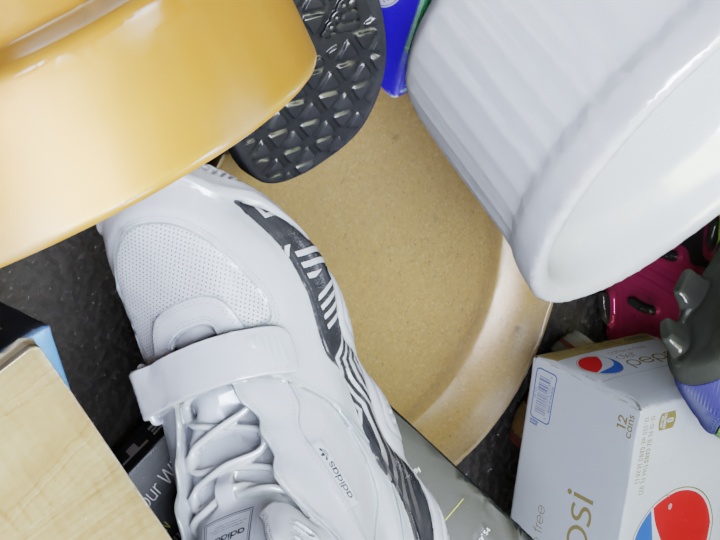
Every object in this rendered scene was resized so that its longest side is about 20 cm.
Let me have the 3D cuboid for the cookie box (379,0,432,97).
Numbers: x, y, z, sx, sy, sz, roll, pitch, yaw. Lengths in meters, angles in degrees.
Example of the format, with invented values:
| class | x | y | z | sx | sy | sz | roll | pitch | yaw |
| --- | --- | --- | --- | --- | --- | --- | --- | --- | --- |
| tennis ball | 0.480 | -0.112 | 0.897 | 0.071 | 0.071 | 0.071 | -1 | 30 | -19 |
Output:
| class | x | y | z | sx | sy | sz | roll | pitch | yaw |
| --- | --- | --- | --- | --- | --- | --- | --- | --- | --- |
| cookie box | 0.080 | -0.179 | 1.109 | 0.200 | 0.075 | 0.171 | -32 | 158 | -28 |

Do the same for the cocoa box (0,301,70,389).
| class | x | y | z | sx | sy | sz | roll | pitch | yaw |
| --- | --- | --- | --- | --- | --- | --- | --- | --- | --- |
| cocoa box | -0.196 | 0.101 | 0.981 | 0.200 | 0.131 | 0.134 | -32 | 122 | -28 |

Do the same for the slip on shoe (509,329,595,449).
| class | x | y | z | sx | sy | sz | roll | pitch | yaw |
| --- | --- | --- | --- | --- | --- | --- | --- | --- | --- |
| slip on shoe | 0.132 | 0.106 | 1.303 | 0.061 | 0.074 | 0.200 | -46 | 126 | -4 |

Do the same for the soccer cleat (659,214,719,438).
| class | x | y | z | sx | sy | sz | roll | pitch | yaw |
| --- | --- | --- | --- | --- | --- | --- | --- | --- | --- |
| soccer cleat | 0.182 | -0.002 | 1.193 | 0.084 | 0.065 | 0.200 | 54 | 46 | -23 |

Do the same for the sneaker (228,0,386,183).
| class | x | y | z | sx | sy | sz | roll | pitch | yaw |
| --- | --- | --- | --- | --- | --- | --- | --- | --- | --- |
| sneaker | -0.045 | -0.127 | 1.069 | 0.071 | 0.083 | 0.201 | -24 | 129 | -14 |

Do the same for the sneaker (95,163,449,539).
| class | x | y | z | sx | sy | sz | roll | pitch | yaw |
| --- | --- | --- | --- | --- | --- | --- | --- | --- | --- |
| sneaker | -0.042 | 0.060 | 1.015 | 0.200 | 0.075 | 0.115 | 61 | 27 | -10 |

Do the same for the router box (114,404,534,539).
| class | x | y | z | sx | sy | sz | roll | pitch | yaw |
| --- | --- | --- | --- | --- | --- | --- | --- | --- | --- |
| router box | -0.047 | 0.132 | 1.109 | 0.149 | 0.051 | 0.200 | 44 | 84 | -11 |

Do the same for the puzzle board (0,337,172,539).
| class | x | y | z | sx | sy | sz | roll | pitch | yaw |
| --- | --- | --- | --- | --- | --- | --- | --- | --- | --- |
| puzzle board | -0.146 | 0.135 | 0.918 | 0.200 | 0.017 | 0.151 | -38 | 123 | -12 |

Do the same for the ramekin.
| class | x | y | z | sx | sy | sz | roll | pitch | yaw |
| --- | --- | --- | --- | --- | --- | --- | --- | --- | --- |
| ramekin | 0.112 | -0.091 | 1.095 | 0.200 | 0.098 | 0.201 | -36 | 163 | -13 |

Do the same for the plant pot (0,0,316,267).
| class | x | y | z | sx | sy | sz | roll | pitch | yaw |
| --- | --- | --- | --- | --- | --- | --- | --- | --- | --- |
| plant pot | -0.140 | -0.110 | 0.937 | 0.200 | 0.200 | 0.184 | -32 | 107 | -28 |

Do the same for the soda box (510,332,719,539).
| class | x | y | z | sx | sy | sz | roll | pitch | yaw |
| --- | --- | --- | --- | --- | --- | --- | --- | --- | --- |
| soda box | 0.102 | 0.131 | 1.217 | 0.068 | 0.064 | 0.201 | -11 | 117 | -41 |

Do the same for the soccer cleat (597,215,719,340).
| class | x | y | z | sx | sy | sz | roll | pitch | yaw |
| --- | --- | --- | --- | --- | --- | --- | --- | --- | --- |
| soccer cleat | 0.166 | -0.047 | 1.280 | 0.086 | 0.070 | 0.201 | 6 | 101 | -46 |

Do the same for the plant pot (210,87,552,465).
| class | x | y | z | sx | sy | sz | roll | pitch | yaw |
| --- | --- | --- | --- | --- | --- | --- | --- | --- | --- |
| plant pot | 0.000 | 0.000 | 1.184 | 0.199 | 0.027 | 0.201 | -14 | 113 | -37 |
